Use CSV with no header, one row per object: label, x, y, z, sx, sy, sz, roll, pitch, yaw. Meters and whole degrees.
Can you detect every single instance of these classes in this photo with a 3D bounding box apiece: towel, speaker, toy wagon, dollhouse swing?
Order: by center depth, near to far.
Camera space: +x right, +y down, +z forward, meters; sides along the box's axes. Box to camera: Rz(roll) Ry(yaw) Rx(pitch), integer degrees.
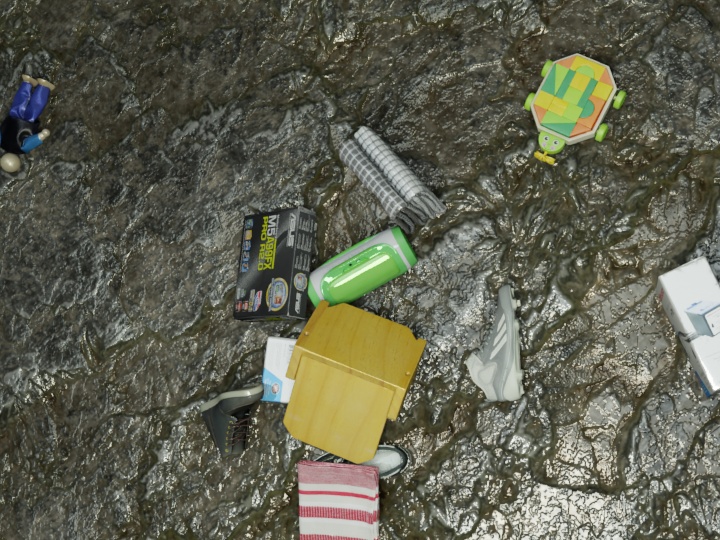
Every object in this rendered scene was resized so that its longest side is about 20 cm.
towel,-0.038,0.429,1.689,0.144,0.023,0.201,1,99,14
dollhouse swing,-0.017,0.194,1.691,0.199,0.176,0.182,20,41,9
towel,0.053,-0.155,1.730,0.086,0.200,0.166,-43,73,7
toy wagon,0.374,-0.287,1.761,0.155,0.040,0.200,27,86,17
speaker,0.000,0.000,1.769,0.200,0.088,0.089,-29,73,6

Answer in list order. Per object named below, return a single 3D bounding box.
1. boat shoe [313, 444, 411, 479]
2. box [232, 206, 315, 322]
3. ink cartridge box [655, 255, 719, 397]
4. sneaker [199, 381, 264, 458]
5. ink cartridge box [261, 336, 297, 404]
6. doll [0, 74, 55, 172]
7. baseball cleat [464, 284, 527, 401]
boat shoe,-0.012,0.341,1.714,0.199,0.060,0.076,-18,75,9
box,-0.159,-0.008,1.791,0.160,0.044,0.201,-5,76,45
ink cartridge box,0.558,0.093,1.583,0.086,0.146,0.201,-26,73,9
sneaker,-0.212,0.265,1.735,0.075,0.200,0.107,-14,80,-33
ink cartridge box,-0.070,0.187,1.751,0.199,0.068,0.116,5,80,8
doll,-0.693,-0.298,2.017,0.136,0.048,0.201,16,82,17
baseball cleat,0.230,0.126,1.696,0.106,0.070,0.201,-6,77,12
